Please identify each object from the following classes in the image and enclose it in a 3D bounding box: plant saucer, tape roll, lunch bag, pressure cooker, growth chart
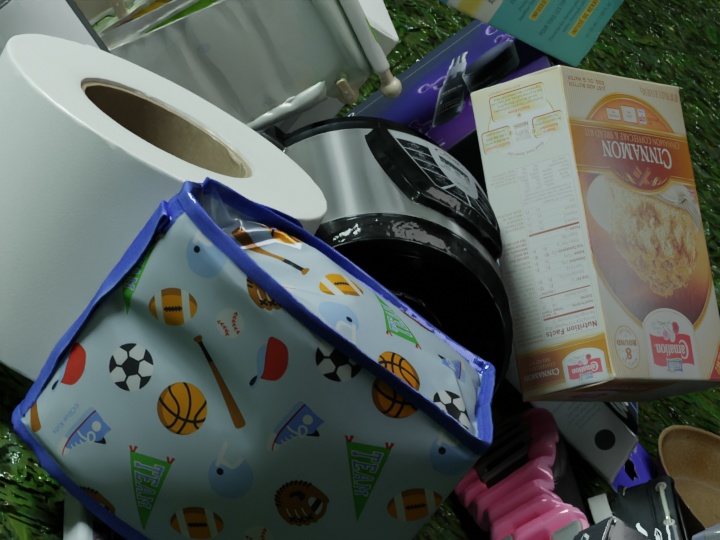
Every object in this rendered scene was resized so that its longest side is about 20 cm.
[{"bbox_3d":[0.280,0.192,2.012,0.200,0.035,0.200,33,22,-15],"label":"plant saucer"},{"bbox_3d":[-0.137,-0.023,1.575,0.202,0.140,0.203,27,13,-7],"label":"tape roll"},{"bbox_3d":[-0.056,0.069,1.455,0.200,0.170,0.124,34,18,-10],"label":"lunch bag"},{"bbox_3d":[-0.003,0.001,1.746,0.178,0.177,0.200,-4,29,-4],"label":"pressure cooker"},{"bbox_3d":[-0.089,-0.138,1.753,0.018,0.199,0.145,-100,171,-62],"label":"growth chart"}]

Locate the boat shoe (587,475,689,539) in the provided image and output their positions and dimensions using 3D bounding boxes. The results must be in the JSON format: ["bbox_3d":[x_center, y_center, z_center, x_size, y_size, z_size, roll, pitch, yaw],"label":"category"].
[{"bbox_3d":[0.197,0.213,1.735,0.076,0.060,0.201,63,6,-60],"label":"boat shoe"}]

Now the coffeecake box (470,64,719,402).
[{"bbox_3d":[0.155,-0.019,1.812,0.153,0.073,0.201,4,74,-55],"label":"coffeecake box"}]

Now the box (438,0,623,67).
[{"bbox_3d":[0.081,-0.216,1.880,0.199,0.082,0.049,23,26,-25],"label":"box"}]

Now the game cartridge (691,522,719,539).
[{"bbox_3d":[0.253,0.247,1.720,0.129,0.038,0.201,-10,85,-59],"label":"game cartridge"}]

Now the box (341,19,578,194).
[{"bbox_3d":[0.063,-0.087,1.982,0.079,0.200,0.141,48,14,-26],"label":"box"}]

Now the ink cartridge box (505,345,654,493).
[{"bbox_3d":[0.147,0.073,1.932,0.200,0.043,0.198,48,12,-5],"label":"ink cartridge box"}]

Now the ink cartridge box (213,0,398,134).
[{"bbox_3d":[-0.079,-0.131,1.857,0.083,0.200,0.147,31,22,-29],"label":"ink cartridge box"}]

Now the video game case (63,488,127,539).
[{"bbox_3d":[-0.080,0.149,1.523,0.181,0.023,0.200,31,22,-20],"label":"video game case"}]

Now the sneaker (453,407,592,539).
[{"bbox_3d":[0.117,0.165,1.774,0.096,0.079,0.200,53,13,-28],"label":"sneaker"}]

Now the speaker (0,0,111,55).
[{"bbox_3d":[-0.170,-0.091,1.693,0.200,0.081,0.081,55,11,-28],"label":"speaker"}]

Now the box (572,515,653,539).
[{"bbox_3d":[0.186,0.257,1.594,0.200,0.049,0.162,33,59,-14],"label":"box"}]

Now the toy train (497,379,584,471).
[{"bbox_3d":[0.109,0.072,1.985,0.046,0.034,0.200,32,20,-47],"label":"toy train"}]
